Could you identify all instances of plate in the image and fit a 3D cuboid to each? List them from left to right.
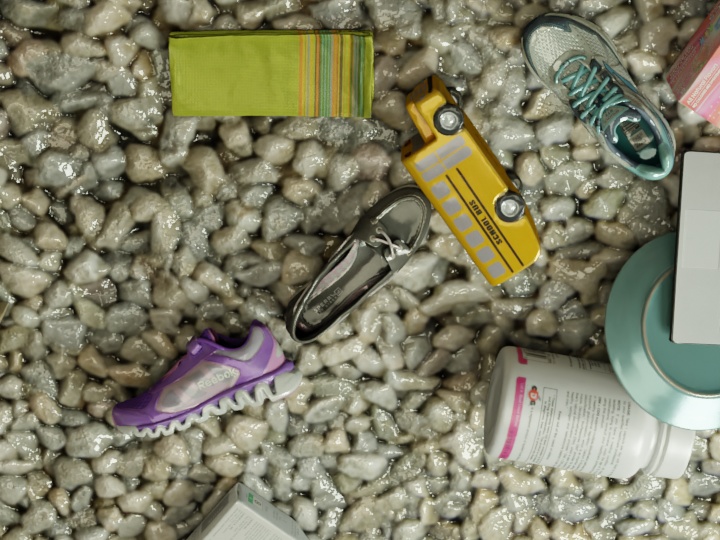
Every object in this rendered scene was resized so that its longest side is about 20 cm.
[{"bbox_3d":[0.338,0.058,1.675,0.199,0.026,0.202,1,84,-12],"label":"plate"}]

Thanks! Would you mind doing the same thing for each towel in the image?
[{"bbox_3d":[-0.086,-0.190,1.642,0.198,0.018,0.087,0,111,1],"label":"towel"}]

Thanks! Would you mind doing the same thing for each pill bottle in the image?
[{"bbox_3d":[0.231,0.148,1.716,0.199,0.113,0.114,10,111,-3],"label":"pill bottle"}]

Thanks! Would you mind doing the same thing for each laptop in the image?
[{"bbox_3d":[0.413,-0.016,1.615,0.199,0.116,0.189,3,92,-12],"label":"laptop"}]

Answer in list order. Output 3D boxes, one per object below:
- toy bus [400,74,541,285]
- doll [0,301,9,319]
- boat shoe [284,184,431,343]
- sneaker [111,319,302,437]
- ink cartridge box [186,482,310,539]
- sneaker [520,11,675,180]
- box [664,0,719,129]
[{"bbox_3d":[0.104,-0.089,1.653,0.078,0.065,0.200,-32,108,14],"label":"toy bus"},{"bbox_3d":[-0.466,0.030,1.719,0.199,0.049,0.137,25,109,-9],"label":"doll"},{"bbox_3d":[0.000,0.000,1.693,0.067,0.057,0.200,40,107,-13],"label":"boat shoe"},{"bbox_3d":[-0.164,0.107,1.733,0.199,0.081,0.089,-19,103,3],"label":"sneaker"},{"bbox_3d":[-0.104,0.346,1.839,0.200,0.050,0.161,36,107,-16],"label":"ink cartridge box"},{"bbox_3d":[0.233,-0.165,1.608,0.200,0.086,0.078,42,106,-14],"label":"sneaker"},{"bbox_3d":[0.385,-0.225,1.577,0.102,0.095,0.200,32,109,-10],"label":"box"}]
